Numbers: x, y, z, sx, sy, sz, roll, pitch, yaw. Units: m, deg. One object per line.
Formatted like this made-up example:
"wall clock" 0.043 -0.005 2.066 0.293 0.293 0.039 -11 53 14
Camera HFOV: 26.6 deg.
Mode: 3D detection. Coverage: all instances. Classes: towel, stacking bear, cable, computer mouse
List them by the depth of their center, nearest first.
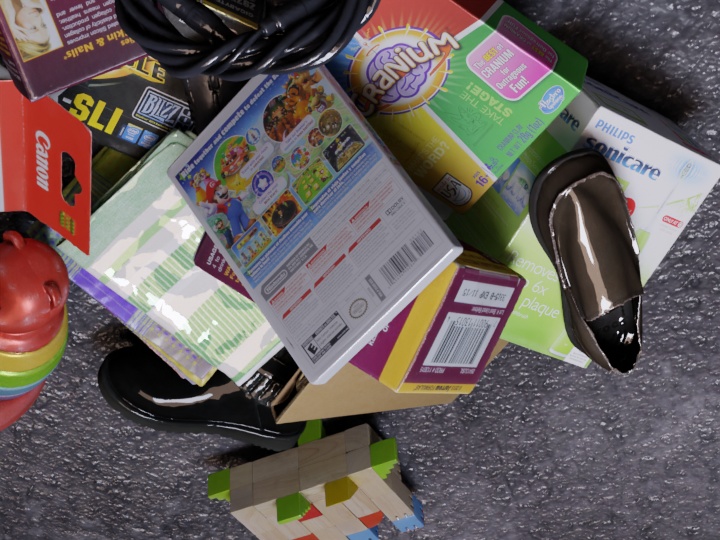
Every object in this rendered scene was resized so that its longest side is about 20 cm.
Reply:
"cable" -0.065 -0.206 0.987 0.198 0.165 0.051 -2 172 2
"computer mouse" -0.111 -0.169 1.118 0.058 0.034 0.201 -5 131 5
"towel" -0.123 -0.007 1.240 0.152 0.023 0.200 -42 115 19
"stacking bear" -0.297 0.041 1.277 0.113 0.122 0.200 -24 165 -32
"towel" -0.165 -0.010 1.281 0.200 0.023 0.144 42 105 -13

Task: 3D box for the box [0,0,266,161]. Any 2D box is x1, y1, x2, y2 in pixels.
"box" -0.194 -0.177 1.166 0.199 0.050 0.160 23 129 -18

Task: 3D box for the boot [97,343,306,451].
"boot" -0.115 0.074 1.357 0.209 0.080 0.158 13 135 -19

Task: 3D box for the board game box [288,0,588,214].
"board game box" 0.038 -0.147 1.095 0.199 0.040 0.153 32 132 -12

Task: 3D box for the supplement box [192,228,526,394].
"supplement box" 0.000 0.000 1.120 0.199 0.131 0.104 30 100 26

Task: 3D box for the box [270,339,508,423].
"box" 0.038 0.075 1.324 0.199 0.021 0.164 -4 146 -36

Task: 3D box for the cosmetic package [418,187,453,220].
"cosmetic package" 0.041 -0.082 1.239 0.198 0.051 0.083 -7 131 7

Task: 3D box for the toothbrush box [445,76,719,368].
"toothbrush box" 0.163 -0.040 1.194 0.145 0.086 0.201 20 111 -34

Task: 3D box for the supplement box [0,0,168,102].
"supplement box" -0.218 -0.230 1.033 0.110 0.086 0.201 -25 110 -14

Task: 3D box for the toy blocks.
"toy blocks" -0.030 0.225 1.488 0.199 0.101 0.137 -20 139 17

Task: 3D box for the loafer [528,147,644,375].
"loafer" 0.181 -0.003 1.126 0.073 0.071 0.201 -27 129 -5

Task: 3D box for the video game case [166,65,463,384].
"video game case" -0.037 -0.043 1.058 0.143 0.201 0.018 -44 158 20

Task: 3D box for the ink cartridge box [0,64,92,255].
"ink cartridge box" -0.294 -0.097 1.158 0.199 0.050 0.163 36 146 14
